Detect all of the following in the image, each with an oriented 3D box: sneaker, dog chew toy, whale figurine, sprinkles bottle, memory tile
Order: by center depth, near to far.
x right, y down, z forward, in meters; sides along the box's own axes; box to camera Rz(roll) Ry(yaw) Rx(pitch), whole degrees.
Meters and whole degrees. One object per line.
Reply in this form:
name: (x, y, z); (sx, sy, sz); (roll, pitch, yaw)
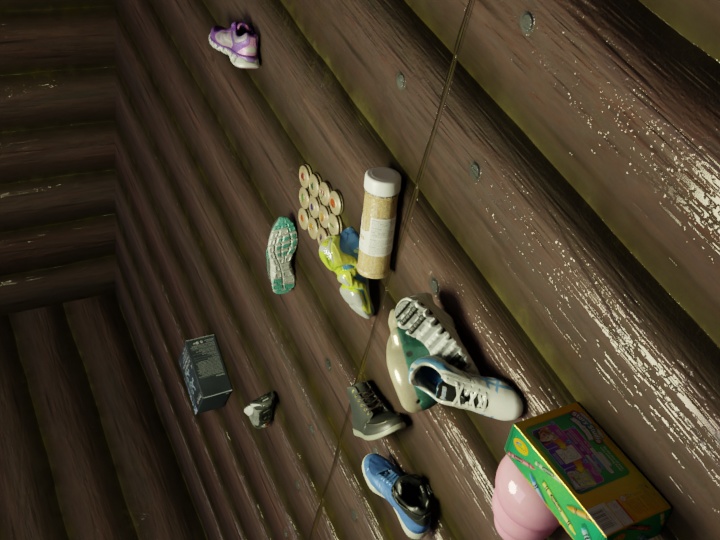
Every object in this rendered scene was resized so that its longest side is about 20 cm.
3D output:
dog chew toy: (0.251, 0.343, 1.257); (0.126, 0.122, 0.202); (58, 155, 34)
sneaker: (0.165, 0.195, 1.350); (0.196, 0.072, 0.074); (19, 119, 26)
sneaker: (0.145, 0.120, 1.429); (0.075, 0.081, 0.202); (-41, 81, 36)
whale figurine: (0.101, 0.154, 1.514); (0.202, 0.101, 0.161); (-99, -10, -50)
sprinkles bottle: (0.033, -0.086, 1.563); (0.068, 0.067, 0.204); (45, 139, 47)
sneaker: (0.075, 0.419, 1.667); (0.201, 0.075, 0.113); (52, 149, 35)
sneaker: (0.000, 0.000, 1.671); (0.075, 0.105, 0.202); (28, 154, 49)
sneaker: (0.022, 0.281, 1.720); (0.199, 0.073, 0.109); (-18, 86, 64)
memory tile: (-0.090, -0.129, 1.846); (0.200, 0.016, 0.157); (43, 137, 49)
sneaker: (-0.298, -0.558, 2.029); (0.200, 0.079, 0.090); (43, 131, 42)
sneaker: (-0.201, -0.047, 2.038); (0.091, 0.076, 0.204); (-129, 39, -48)
sneaker: (-0.270, 0.392, 2.359); (0.081, 0.073, 0.200); (62, 157, 10)

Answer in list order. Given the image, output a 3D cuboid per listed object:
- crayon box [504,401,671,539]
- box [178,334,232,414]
crayon box: (0.298, 0.276, 1.127); (0.201, 0.116, 0.059); (52, 143, 42)
box: (-0.506, 0.339, 2.753); (0.203, 0.105, 0.149); (66, 150, 21)
